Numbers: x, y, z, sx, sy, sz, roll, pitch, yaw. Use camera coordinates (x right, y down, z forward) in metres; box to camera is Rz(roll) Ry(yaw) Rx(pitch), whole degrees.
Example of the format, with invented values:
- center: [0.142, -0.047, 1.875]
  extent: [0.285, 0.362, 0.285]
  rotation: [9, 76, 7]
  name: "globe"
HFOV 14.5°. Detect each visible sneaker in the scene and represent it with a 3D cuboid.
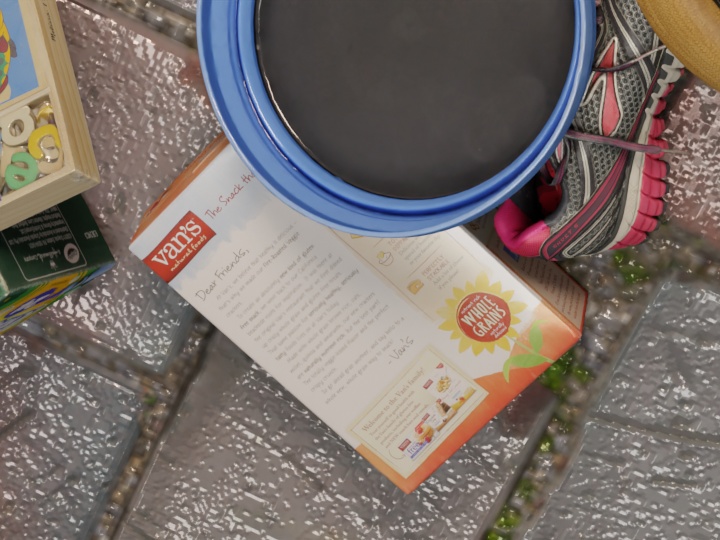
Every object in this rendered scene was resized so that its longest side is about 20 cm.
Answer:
- center: [0.111, -0.095, 1.364]
  extent: [0.075, 0.081, 0.200]
  rotation: [-13, 119, -30]
  name: "sneaker"

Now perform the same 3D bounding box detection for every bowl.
- center: [0.019, -0.117, 1.343]
  extent: [0.200, 0.039, 0.201]
  rotation: [2, 96, 23]
  name: "bowl"

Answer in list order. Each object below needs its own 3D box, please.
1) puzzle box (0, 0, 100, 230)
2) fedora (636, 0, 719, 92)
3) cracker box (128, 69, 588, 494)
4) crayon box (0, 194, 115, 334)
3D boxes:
- center: [-0.210, -0.107, 1.392]
  extent: [0.133, 0.025, 0.200]
  rotation: [-25, 67, 20]
  name: "puzzle box"
- center: [0.216, -0.160, 1.240]
  extent: [0.200, 0.082, 0.201]
  rotation: [2, 114, 4]
  name: "fedora"
- center: [0.000, 0.000, 1.455]
  extent: [0.200, 0.058, 0.134]
  rotation: [42, 113, -11]
  name: "cracker box"
- center: [-0.240, 0.029, 1.470]
  extent: [0.200, 0.126, 0.052]
  rotation: [-29, 87, 22]
  name: "crayon box"
